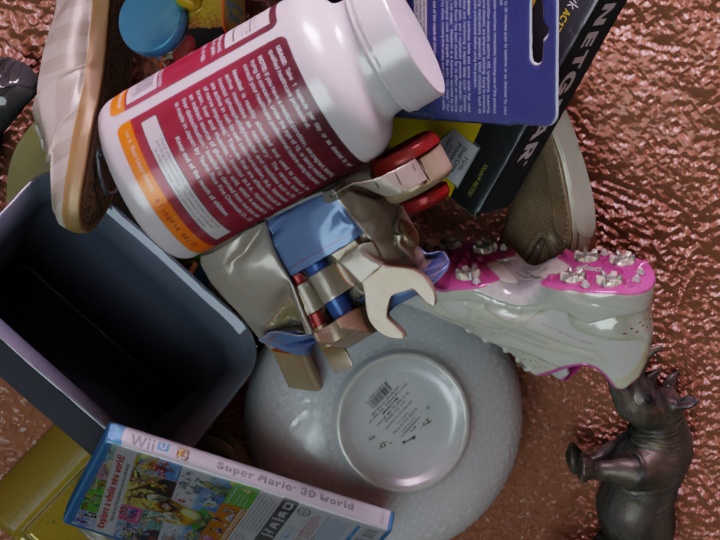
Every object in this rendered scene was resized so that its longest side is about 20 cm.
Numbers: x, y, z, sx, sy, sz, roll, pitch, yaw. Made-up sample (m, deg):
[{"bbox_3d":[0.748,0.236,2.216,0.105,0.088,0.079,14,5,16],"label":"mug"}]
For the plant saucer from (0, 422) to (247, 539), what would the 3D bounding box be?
[{"bbox_3d":[-0.168,0.194,1.647,0.200,0.049,0.200,42,116,-7],"label":"plant saucer"}]

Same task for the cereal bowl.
[{"bbox_3d":[0.022,0.103,1.492,0.198,0.083,0.202,0,92,-10],"label":"cereal bowl"}]

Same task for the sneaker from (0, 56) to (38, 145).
[{"bbox_3d":[-0.290,-0.078,1.550,0.199,0.076,0.091,-35,111,31],"label":"sneaker"}]

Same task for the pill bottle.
[{"bbox_3d":[-0.053,-0.099,1.336,0.199,0.113,0.113,-28,105,13],"label":"pill bottle"}]

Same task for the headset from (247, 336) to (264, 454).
[{"bbox_3d":[-0.035,0.132,1.582,0.200,0.094,0.124,38,104,13],"label":"headset"}]

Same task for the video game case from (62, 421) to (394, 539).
[{"bbox_3d":[-0.092,0.167,1.457,0.198,0.018,0.143,18,148,-10],"label":"video game case"}]

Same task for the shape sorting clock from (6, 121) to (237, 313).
[{"bbox_3d":[-0.160,-0.038,1.546,0.198,0.039,0.202,10,122,17],"label":"shape sorting clock"}]

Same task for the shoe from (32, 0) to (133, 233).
[{"bbox_3d":[-0.189,-0.120,1.460,0.053,0.070,0.202,1,71,17],"label":"shoe"}]

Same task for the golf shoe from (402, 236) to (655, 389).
[{"bbox_3d":[0.102,0.031,1.426,0.199,0.075,0.092,7,119,32],"label":"golf shoe"}]

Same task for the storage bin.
[{"bbox_3d":[-0.187,0.042,1.510,0.200,0.146,0.134,42,153,-5],"label":"storage bin"}]

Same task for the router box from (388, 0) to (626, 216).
[{"bbox_3d":[0.078,-0.161,1.399,0.149,0.051,0.201,40,118,22],"label":"router box"}]

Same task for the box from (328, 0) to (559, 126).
[{"bbox_3d":[0.044,-0.157,1.369,0.199,0.032,0.122,7,104,33],"label":"box"}]

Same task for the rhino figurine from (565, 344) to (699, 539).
[{"bbox_3d":[0.192,0.140,1.530,0.087,0.060,0.202,4,115,-10],"label":"rhino figurine"}]

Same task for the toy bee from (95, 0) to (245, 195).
[{"bbox_3d":[-0.099,-0.150,1.432,0.108,0.131,0.202,8,106,22],"label":"toy bee"}]

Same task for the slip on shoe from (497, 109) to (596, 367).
[{"bbox_3d":[0.123,-0.024,1.465,0.060,0.076,0.201,-12,119,-5],"label":"slip on shoe"}]

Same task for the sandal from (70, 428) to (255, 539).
[{"bbox_3d":[-0.145,0.170,1.545,0.199,0.054,0.081,-19,111,40],"label":"sandal"}]

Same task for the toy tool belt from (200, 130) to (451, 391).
[{"bbox_3d":[0.000,0.000,1.389,0.199,0.125,0.124,-24,99,37],"label":"toy tool belt"}]
